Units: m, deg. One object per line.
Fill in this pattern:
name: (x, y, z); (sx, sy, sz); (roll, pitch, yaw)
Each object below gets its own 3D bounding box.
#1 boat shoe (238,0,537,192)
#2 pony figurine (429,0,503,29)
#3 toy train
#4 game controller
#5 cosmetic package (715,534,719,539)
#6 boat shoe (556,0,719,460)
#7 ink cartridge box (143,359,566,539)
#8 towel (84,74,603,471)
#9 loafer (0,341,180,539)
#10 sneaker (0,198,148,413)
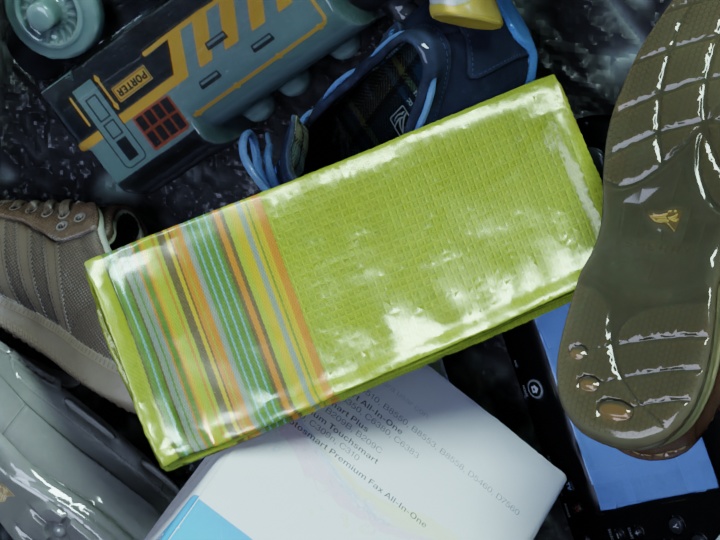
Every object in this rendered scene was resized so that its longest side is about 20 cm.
boat shoe: (-0.009, -0.048, 1.164); (0.084, 0.068, 0.200); (53, 133, 21)
pony figurine: (-0.005, -0.204, 1.043); (0.166, 0.192, 0.201); (178, 101, -69)
toy train: (-0.060, -0.117, 1.184); (0.200, 0.085, 0.114); (-32, 99, 33)
game controller: (0.106, 0.038, 1.147); (0.104, 0.042, 0.201); (-16, 95, 34)
cosmetic package: (0.247, 0.102, 1.005); (0.200, 0.052, 0.151); (36, 94, -4)
boat shoe: (0.130, -0.025, 1.075); (0.072, 0.068, 0.201); (15, 82, 26)
ink cartridge box: (-0.018, 0.121, 1.157); (0.125, 0.200, 0.129); (39, 135, -2)
towel: (0.000, 0.000, 1.090); (0.199, 0.018, 0.086); (-23, 89, -6)
loafer: (-0.156, 0.068, 1.285); (0.200, 0.070, 0.070); (45, 135, -5)
sneaker: (-0.129, 0.000, 1.271); (0.200, 0.070, 0.076); (30, 89, 36)
